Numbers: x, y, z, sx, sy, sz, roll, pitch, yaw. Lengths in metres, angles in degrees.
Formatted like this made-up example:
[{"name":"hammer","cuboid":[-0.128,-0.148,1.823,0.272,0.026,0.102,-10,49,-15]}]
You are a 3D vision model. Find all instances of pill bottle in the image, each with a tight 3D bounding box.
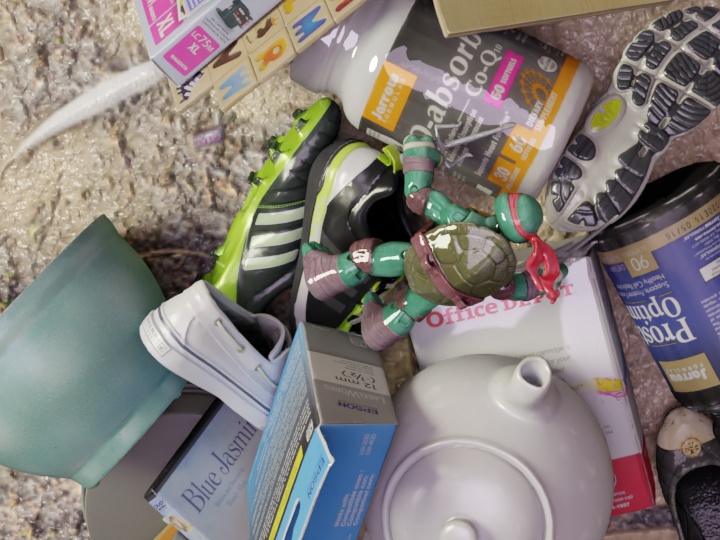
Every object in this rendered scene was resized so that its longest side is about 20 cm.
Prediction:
[{"name":"pill bottle","cuboid":[0.057,-0.136,1.060,0.199,0.116,0.117,26,105,2]},{"name":"pill bottle","cuboid":[0.258,0.031,1.069,0.111,0.112,0.201,-28,97,13]}]

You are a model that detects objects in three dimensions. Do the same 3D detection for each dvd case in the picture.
[{"name":"dvd case","cuboid":[-0.057,0.190,1.132,0.200,0.143,0.018,44,134,-8]}]

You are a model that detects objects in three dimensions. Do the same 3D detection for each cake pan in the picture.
[{"name":"cake pan","cuboid":[-0.137,0.194,1.200,0.198,0.037,0.202,2,103,8]}]

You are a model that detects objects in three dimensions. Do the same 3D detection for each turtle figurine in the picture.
[{"name":"turtle figurine","cuboid":[0.063,-0.020,0.996,0.199,0.101,0.150,-28,105,30]}]

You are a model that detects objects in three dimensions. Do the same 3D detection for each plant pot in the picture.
[{"name":"plant pot","cuboid":[-0.212,0.077,1.105,0.134,0.200,0.200,43,105,-6]}]

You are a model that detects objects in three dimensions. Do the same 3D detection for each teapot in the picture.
[{"name":"teapot","cuboid":[0.079,0.164,1.020,0.196,0.146,0.201,-20,99,19]}]

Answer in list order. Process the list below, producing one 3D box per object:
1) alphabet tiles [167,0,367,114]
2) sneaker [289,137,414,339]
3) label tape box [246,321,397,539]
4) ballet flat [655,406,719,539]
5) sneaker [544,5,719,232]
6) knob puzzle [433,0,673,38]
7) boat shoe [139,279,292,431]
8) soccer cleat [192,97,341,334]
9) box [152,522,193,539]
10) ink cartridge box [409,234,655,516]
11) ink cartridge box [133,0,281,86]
[{"name":"alphabet tiles","cuboid":[-0.063,-0.200,1.052,0.199,0.167,0.006,-36,131,14]},{"name":"sneaker","cuboid":[0.000,0.000,1.092,0.082,0.072,0.202,22,125,32]},{"name":"label tape box","cuboid":[-0.027,0.144,1.005,0.066,0.200,0.144,14,110,-14]},{"name":"ballet flat","cuboid":[0.273,0.200,1.132,0.066,0.057,0.202,-15,100,10]},{"name":"sneaker","cuboid":[0.199,-0.110,1.067,0.077,0.080,0.200,42,86,4]},{"name":"knob puzzle","cuboid":[0.115,-0.269,1.040,0.218,0.030,0.222,2,79,-11]},{"name":"boat shoe","cuboid":[-0.078,0.066,1.094,0.067,0.200,0.074,-40,58,12]},{"name":"soccer cleat","cuboid":[-0.056,-0.038,1.130,0.081,0.068,0.201,26,107,-15]},{"name":"box","cuboid":[-0.144,0.267,1.094,0.097,0.200,0.124,44,104,-4]},{"name":"ink cartridge box","cuboid":[0.129,0.089,1.113,0.146,0.086,0.202,-13,99,13]},{"name":"ink cartridge box","cuboid":[-0.077,-0.235,1.058,0.199,0.120,0.042,-36,132,12]}]
